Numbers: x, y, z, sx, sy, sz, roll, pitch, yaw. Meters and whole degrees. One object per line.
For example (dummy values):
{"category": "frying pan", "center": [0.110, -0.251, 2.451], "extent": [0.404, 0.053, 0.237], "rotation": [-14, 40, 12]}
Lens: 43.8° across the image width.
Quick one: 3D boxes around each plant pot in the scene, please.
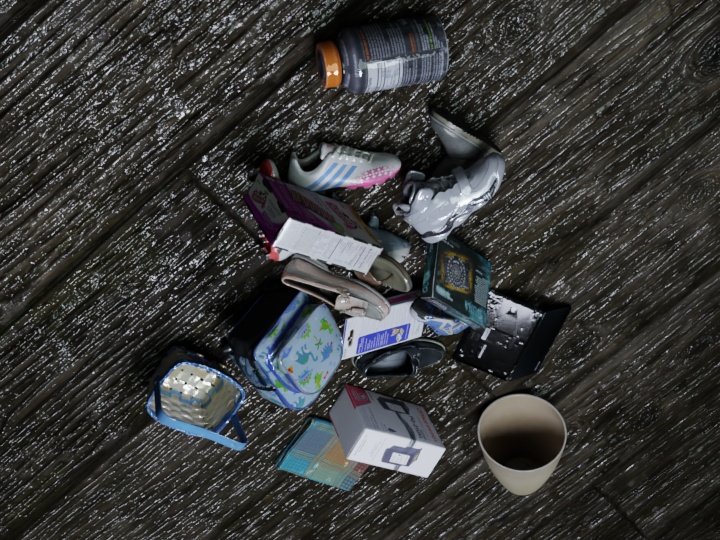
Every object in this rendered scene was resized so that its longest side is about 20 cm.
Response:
{"category": "plant pot", "center": [0.352, 0.405, 1.965], "extent": [0.186, 0.188, 0.200], "rotation": [-19, 139, -7]}

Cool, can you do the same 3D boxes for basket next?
{"category": "basket", "center": [-0.296, 0.232, 1.601], "extent": [0.176, 0.200, 0.139], "rotation": [29, 108, -32]}

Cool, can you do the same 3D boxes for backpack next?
{"category": "backpack", "center": [-0.123, 0.149, 1.620], "extent": [0.183, 0.146, 0.200], "rotation": [-54, 138, -29]}

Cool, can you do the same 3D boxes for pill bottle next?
{"category": "pill bottle", "center": [0.031, -0.340, 1.423], "extent": [0.199, 0.106, 0.107], "rotation": [-11, 123, -12]}

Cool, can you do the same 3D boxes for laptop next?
{"category": "laptop", "center": [0.317, 0.129, 1.870], "extent": [0.199, 0.103, 0.178], "rotation": [22, 113, -1]}

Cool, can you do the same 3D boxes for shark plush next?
{"category": "shark plush", "center": [0.006, -0.073, 1.626], "extent": [0.200, 0.091, 0.083], "rotation": [39, 77, -19]}

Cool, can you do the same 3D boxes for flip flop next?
{"category": "flip flop", "center": [0.000, 0.000, 1.581], "extent": [0.058, 0.199, 0.081], "rotation": [-59, 158, -28]}

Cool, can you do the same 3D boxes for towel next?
{"category": "towel", "center": [-0.063, 0.389, 1.890], "extent": [0.199, 0.022, 0.147], "rotation": [26, 110, -30]}

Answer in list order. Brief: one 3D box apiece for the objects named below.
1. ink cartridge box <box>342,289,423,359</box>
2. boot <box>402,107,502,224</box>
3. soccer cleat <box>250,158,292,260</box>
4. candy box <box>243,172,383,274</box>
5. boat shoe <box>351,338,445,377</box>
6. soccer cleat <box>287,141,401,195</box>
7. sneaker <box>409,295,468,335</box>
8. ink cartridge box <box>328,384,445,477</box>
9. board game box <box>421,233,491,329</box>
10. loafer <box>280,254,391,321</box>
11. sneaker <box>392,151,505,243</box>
{"category": "ink cartridge box", "center": [0.040, 0.103, 1.706], "extent": [0.199, 0.037, 0.095], "rotation": [-15, 127, -35]}
{"category": "boot", "center": [0.138, -0.170, 1.597], "extent": [0.181, 0.073, 0.200], "rotation": [30, 114, -29]}
{"category": "soccer cleat", "center": [-0.136, -0.106, 1.538], "extent": [0.085, 0.069, 0.201], "rotation": [-16, 128, -20]}
{"category": "candy box", "center": [-0.076, -0.075, 1.459], "extent": [0.199, 0.137, 0.061], "rotation": [17, 116, -40]}
{"category": "boat shoe", "center": [0.084, 0.182, 1.786], "extent": [0.198, 0.066, 0.075], "rotation": [3, 119, -21]}
{"category": "soccer cleat", "center": [-0.027, -0.182, 1.522], "extent": [0.199, 0.070, 0.087], "rotation": [-14, 124, -10]}
{"category": "sneaker", "center": [0.159, 0.093, 1.727], "extent": [0.199, 0.076, 0.077], "rotation": [8, 130, -48]}
{"category": "ink cartridge box", "center": [0.054, 0.326, 1.816], "extent": [0.199, 0.145, 0.085], "rotation": [20, 112, -28]}
{"category": "board game box", "center": [0.180, 0.017, 1.658], "extent": [0.028, 0.136, 0.200], "rotation": [-5, 157, 36]}
{"category": "loafer", "center": [-0.046, 0.042, 1.562], "extent": [0.199, 0.063, 0.072], "rotation": [29, 143, 10]}
{"category": "sneaker", "center": [0.149, -0.141, 1.529], "extent": [0.115, 0.075, 0.200], "rotation": [32, 113, -36]}
